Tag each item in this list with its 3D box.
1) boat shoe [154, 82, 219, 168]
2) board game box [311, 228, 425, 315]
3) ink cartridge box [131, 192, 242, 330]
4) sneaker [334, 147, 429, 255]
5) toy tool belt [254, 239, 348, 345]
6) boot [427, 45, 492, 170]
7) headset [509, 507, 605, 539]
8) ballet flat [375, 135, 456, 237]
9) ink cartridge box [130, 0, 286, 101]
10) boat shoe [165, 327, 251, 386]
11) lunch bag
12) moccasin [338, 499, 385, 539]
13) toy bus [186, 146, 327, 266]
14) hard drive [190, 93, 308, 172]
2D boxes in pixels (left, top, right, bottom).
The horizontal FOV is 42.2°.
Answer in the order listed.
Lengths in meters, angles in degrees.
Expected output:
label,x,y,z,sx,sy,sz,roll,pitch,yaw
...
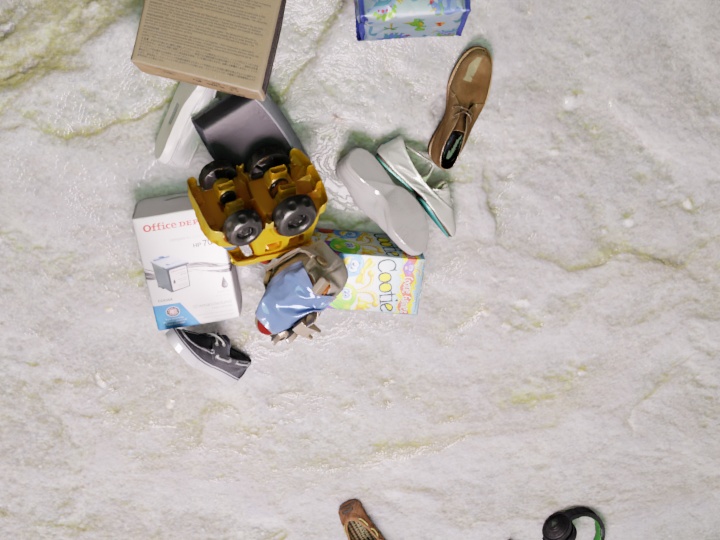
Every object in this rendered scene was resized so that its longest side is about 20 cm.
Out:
label,x,y,z,sx,sy,sz,roll,pitch,yaw
boat shoe,-0.254,-0.251,1.464,0.068,0.072,0.203,18,105,-35
board game box,0.000,0.000,1.570,0.195,0.105,0.105,4,113,-8
ink cartridge box,-0.284,-0.018,1.546,0.143,0.086,0.204,-9,115,-1
sneaker,0.033,-0.106,1.536,0.075,0.088,0.201,-40,95,-32
toy tool belt,-0.109,0.052,1.459,0.125,0.123,0.200,42,116,-10
boot,0.167,-0.255,1.496,0.072,0.076,0.203,16,109,-10
headset,0.391,0.540,1.868,0.196,0.094,0.126,-16,111,-16
ballet flat,0.108,-0.142,1.546,0.069,0.070,0.200,-40,107,12
ink cartridge box,-0.219,-0.356,1.370,0.196,0.075,0.168,14,88,1
boat shoe,-0.253,0.135,1.591,0.068,0.072,0.200,-43,140,3
lunch bag,0.069,-0.452,1.379,0.166,0.127,0.205,-4,85,-4
moccasin,0.020,0.541,1.815,0.072,0.078,0.204,-20,113,3
toy bus,-0.165,-0.074,1.453,0.197,0.137,0.194,-16,148,-23
hard drive,-0.165,-0.189,1.479,0.133,0.043,0.201,-29,131,5
